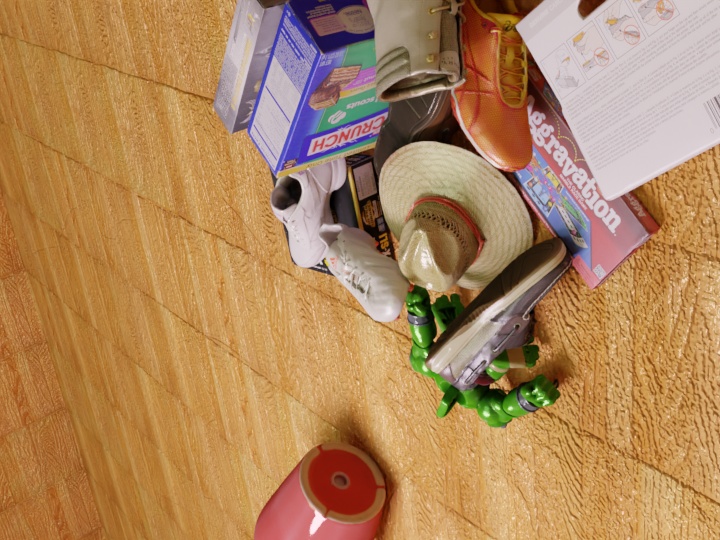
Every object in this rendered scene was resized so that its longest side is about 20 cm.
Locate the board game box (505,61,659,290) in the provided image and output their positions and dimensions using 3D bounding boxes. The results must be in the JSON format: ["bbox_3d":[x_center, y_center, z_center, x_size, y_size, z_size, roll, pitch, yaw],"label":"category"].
[{"bbox_3d":[0.194,-0.090,0.902,0.202,0.019,0.103,57,147,16],"label":"board game box"}]

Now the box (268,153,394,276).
[{"bbox_3d":[-0.040,-0.075,1.249,0.198,0.049,0.163,16,125,52],"label":"box"}]

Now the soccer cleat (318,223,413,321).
[{"bbox_3d":[0.000,0.000,1.074,0.070,0.076,0.200,-64,23,14],"label":"soccer cleat"}]

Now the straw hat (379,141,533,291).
[{"bbox_3d":[0.082,-0.027,0.991,0.198,0.085,0.203,24,142,19],"label":"straw hat"}]

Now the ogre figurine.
[{"bbox_3d":[0.122,0.106,1.064,0.196,0.099,0.121,20,140,2],"label":"ogre figurine"}]

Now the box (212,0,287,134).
[{"bbox_3d":[-0.078,-0.259,1.075,0.049,0.157,0.201,53,146,18],"label":"box"}]

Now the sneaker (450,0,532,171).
[{"bbox_3d":[0.122,-0.191,0.861,0.077,0.072,0.205,-27,74,62],"label":"sneaker"}]

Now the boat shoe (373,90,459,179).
[{"bbox_3d":[0.071,-0.172,0.994,0.073,0.067,0.201,63,152,21],"label":"boat shoe"}]

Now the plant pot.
[{"bbox_3d":[-0.053,0.376,1.456,0.201,0.198,0.179,48,136,26],"label":"plant pot"}]

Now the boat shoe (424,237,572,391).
[{"bbox_3d":[0.149,0.048,0.956,0.065,0.074,0.200,40,123,-7],"label":"boat shoe"}]

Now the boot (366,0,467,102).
[{"bbox_3d":[0.080,-0.246,0.823,0.198,0.071,0.158,-18,71,43],"label":"boot"}]

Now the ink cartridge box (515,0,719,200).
[{"bbox_3d":[0.235,-0.174,0.756,0.179,0.044,0.199,63,149,3],"label":"ink cartridge box"}]

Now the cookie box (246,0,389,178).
[{"bbox_3d":[-0.017,-0.206,1.006,0.076,0.169,0.201,57,149,18],"label":"cookie box"}]

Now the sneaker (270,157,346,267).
[{"bbox_3d":[-0.078,-0.077,1.166,0.075,0.099,0.202,43,143,28],"label":"sneaker"}]
